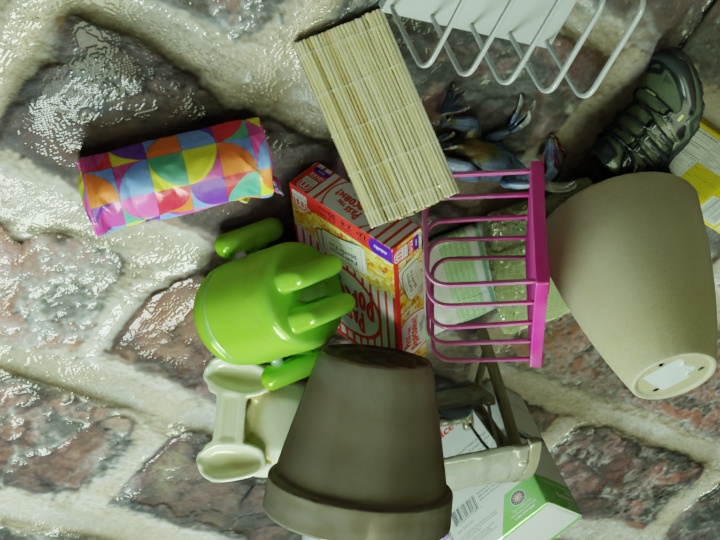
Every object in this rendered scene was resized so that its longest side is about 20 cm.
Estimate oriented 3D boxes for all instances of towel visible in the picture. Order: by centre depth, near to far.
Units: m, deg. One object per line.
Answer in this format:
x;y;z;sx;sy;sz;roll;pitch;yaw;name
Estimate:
0.216;-0.013;1.651;0.148;0.037;0.200;-20;135;-5;towel
0.143;0.001;1.673;0.199;0.031;0.149;-22;139;-1;towel

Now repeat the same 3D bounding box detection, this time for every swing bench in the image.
0.085;0.194;1.719;0.198;0.200;0.130;-7;136;-15;swing bench

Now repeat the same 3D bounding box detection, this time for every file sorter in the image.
0.147;-0.255;1.343;0.199;0.125;0.139;6;131;-28;file sorter
0.128;-0.001;1.483;0.125;0.139;0.200;-2;152;4;file sorter

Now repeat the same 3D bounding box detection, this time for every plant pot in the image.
0.007;0.172;1.473;0.199;0.200;0.174;4;98;-26;plant pot
0.305;0.030;1.533;0.187;0.201;0.188;-9;147;-6;plant pot

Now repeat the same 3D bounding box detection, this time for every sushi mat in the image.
0.016;-0.147;1.392;0.095;0.012;0.201;-24;98;-1;sushi mat

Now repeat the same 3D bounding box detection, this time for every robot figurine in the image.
-0.099;0.037;1.514;0.200;0.176;0.116;-17;-175;46;robot figurine

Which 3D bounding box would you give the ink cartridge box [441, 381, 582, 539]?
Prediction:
0.173;0.268;1.833;0.145;0.200;0.084;-42;137;21;ink cartridge box

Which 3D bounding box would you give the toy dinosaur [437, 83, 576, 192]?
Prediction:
0.138;-0.129;1.532;0.199;0.105;0.181;-4;159;32;toy dinosaur

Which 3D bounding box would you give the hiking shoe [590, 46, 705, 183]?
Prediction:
0.301;-0.143;1.531;0.100;0.076;0.201;-15;129;-36;hiking shoe

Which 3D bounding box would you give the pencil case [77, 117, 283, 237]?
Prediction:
-0.177;-0.091;1.408;0.199;0.089;0.089;-11;137;-9;pencil case

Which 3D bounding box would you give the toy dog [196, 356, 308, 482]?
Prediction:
-0.085;0.169;1.664;0.193;0.140;0.200;-6;173;11;toy dog

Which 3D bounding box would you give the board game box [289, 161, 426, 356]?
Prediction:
0.000;0.000;1.522;0.046;0.151;0.200;-38;144;-27;board game box

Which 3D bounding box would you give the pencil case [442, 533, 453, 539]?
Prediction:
0.087;0.376;1.993;0.084;0.086;0.200;-35;137;12;pencil case

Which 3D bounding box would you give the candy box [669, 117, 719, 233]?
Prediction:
0.402;-0.114;1.664;0.200;0.026;0.102;25;120;-39;candy box

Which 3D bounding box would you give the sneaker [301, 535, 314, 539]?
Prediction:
-0.072;0.299;1.858;0.115;0.075;0.200;3;127;-24;sneaker
